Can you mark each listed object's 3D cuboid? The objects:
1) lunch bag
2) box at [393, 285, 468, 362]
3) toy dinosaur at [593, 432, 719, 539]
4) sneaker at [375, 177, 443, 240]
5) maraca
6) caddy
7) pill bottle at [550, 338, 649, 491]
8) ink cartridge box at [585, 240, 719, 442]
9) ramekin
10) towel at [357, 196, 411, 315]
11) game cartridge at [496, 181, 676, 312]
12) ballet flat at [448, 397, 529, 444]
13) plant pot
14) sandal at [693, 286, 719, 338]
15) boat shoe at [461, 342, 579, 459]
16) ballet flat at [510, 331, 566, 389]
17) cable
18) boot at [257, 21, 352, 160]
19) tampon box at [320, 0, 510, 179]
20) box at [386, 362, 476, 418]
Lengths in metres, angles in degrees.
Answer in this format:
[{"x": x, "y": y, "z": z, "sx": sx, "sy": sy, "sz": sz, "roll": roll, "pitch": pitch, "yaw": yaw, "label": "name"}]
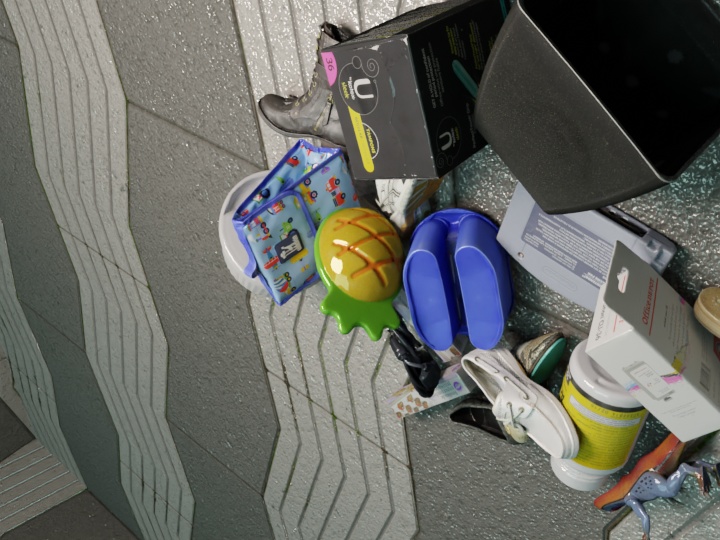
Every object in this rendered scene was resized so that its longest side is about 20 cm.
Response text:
[{"x": -0.097, "y": -0.062, "z": 1.019, "sx": 0.093, "sy": 0.200, "sz": 0.152, "roll": 19, "pitch": 144, "yaw": 39, "label": "lunch bag"}, {"x": 0.084, "y": 0.052, "z": 1.085, "sx": 0.200, "sy": 0.042, "sz": 0.039, "roll": 47, "pitch": 133, "yaw": -12, "label": "box"}, {"x": 0.379, "y": 0.271, "z": 0.943, "sx": 0.180, "sy": 0.104, "sz": 0.203, "roll": -18, "pitch": 90, "yaw": 46, "label": "toy dinosaur"}, {"x": 0.054, "y": -0.117, "z": 0.969, "sx": 0.088, "sy": 0.075, "sz": 0.201, "roll": 51, "pitch": 160, "yaw": 15, "label": "sneaker"}, {"x": 0.000, "y": 0.000, "z": 0.972, "sx": 0.135, "sy": 0.203, "sz": 0.107, "roll": 12, "pitch": 146, "yaw": -17, "label": "maraca"}, {"x": 0.136, "y": 0.015, "z": 0.992, "sx": 0.139, "sy": 0.105, "sz": 0.203, "roll": -3, "pitch": 118, "yaw": 22, "label": "caddy"}, {"x": 0.309, "y": 0.194, "z": 0.937, "sx": 0.110, "sy": 0.111, "sz": 0.202, "roll": 27, "pitch": 134, "yaw": 29, "label": "pill bottle"}, {"x": 0.321, "y": 0.076, "z": 0.794, "sx": 0.200, "sy": 0.117, "sz": 0.067, "roll": 42, "pitch": 135, "yaw": -9, "label": "ink cartridge box"}, {"x": -0.132, "y": -0.051, "z": 1.151, "sx": 0.203, "sy": 0.202, "sz": 0.094, "roll": 49, "pitch": 153, "yaw": 5, "label": "ramekin"}, {"x": 0.026, "y": -0.007, "z": 1.141, "sx": 0.132, "sy": 0.034, "sz": 0.202, "roll": 35, "pitch": 136, "yaw": 20, "label": "towel"}, {"x": 0.267, "y": -0.028, "z": 0.880, "sx": 0.199, "sy": 0.041, "sz": 0.134, "roll": 36, "pitch": 134, "yaw": 22, "label": "game cartridge"}, {"x": 0.193, "y": 0.229, "z": 1.069, "sx": 0.200, "sy": 0.056, "sz": 0.067, "roll": 159, "pitch": 92, "yaw": -74, "label": "ballet flat"}, {"x": 0.229, "y": -0.173, "z": 0.705, "sx": 0.200, "sy": 0.199, "sz": 0.177, "roll": 51, "pitch": 154, "yaw": 3, "label": "plant pot"}, {"x": 0.450, "y": 0.068, "z": 0.731, "sx": 0.211, "sy": 0.077, "sz": 0.070, "roll": 36, "pitch": 144, "yaw": 29, "label": "sandal"}, {"x": 0.203, "y": 0.177, "z": 0.946, "sx": 0.200, "sy": 0.068, "sz": 0.072, "roll": 49, "pitch": 144, "yaw": 44, "label": "boat shoe"}, {"x": 0.238, "y": 0.152, "z": 1.023, "sx": 0.075, "sy": 0.067, "sz": 0.202, "roll": 40, "pitch": 144, "yaw": 40, "label": "ballet flat"}, {"x": 0.063, "y": 0.112, "z": 1.076, "sx": 0.164, "sy": 0.051, "sz": 0.200, "roll": 52, "pitch": 180, "yaw": 25, "label": "cable"}, {"x": -0.056, "y": -0.266, "z": 1.016, "sx": 0.198, "sy": 0.069, "sz": 0.176, "roll": 26, "pitch": 134, "yaw": 16, "label": "boot"}, {"x": 0.078, "y": -0.209, "z": 0.809, "sx": 0.125, "sy": 0.199, "sz": 0.152, "roll": 6, "pitch": 121, "yaw": 42, "label": "tampon box"}, {"x": 0.117, "y": 0.197, "z": 1.179, "sx": 0.039, "sy": 0.041, "sz": 0.200, "roll": 54, "pitch": 142, "yaw": -1, "label": "box"}]
